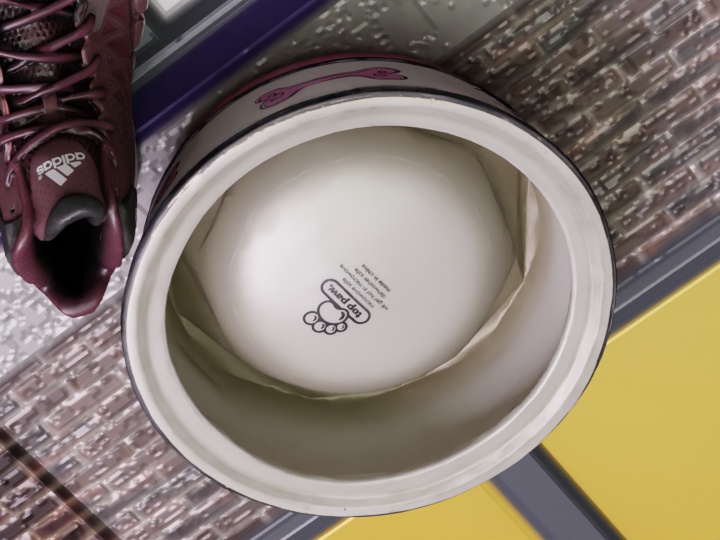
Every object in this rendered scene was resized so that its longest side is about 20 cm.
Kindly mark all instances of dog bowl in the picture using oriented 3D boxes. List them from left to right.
[{"bbox_3d":[0.000,0.000,0.934,0.199,0.074,0.201,-5,122,-8],"label":"dog bowl"}]

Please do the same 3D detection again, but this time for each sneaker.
[{"bbox_3d":[-0.108,-0.072,0.845,0.075,0.116,0.201,-8,122,-5],"label":"sneaker"}]
